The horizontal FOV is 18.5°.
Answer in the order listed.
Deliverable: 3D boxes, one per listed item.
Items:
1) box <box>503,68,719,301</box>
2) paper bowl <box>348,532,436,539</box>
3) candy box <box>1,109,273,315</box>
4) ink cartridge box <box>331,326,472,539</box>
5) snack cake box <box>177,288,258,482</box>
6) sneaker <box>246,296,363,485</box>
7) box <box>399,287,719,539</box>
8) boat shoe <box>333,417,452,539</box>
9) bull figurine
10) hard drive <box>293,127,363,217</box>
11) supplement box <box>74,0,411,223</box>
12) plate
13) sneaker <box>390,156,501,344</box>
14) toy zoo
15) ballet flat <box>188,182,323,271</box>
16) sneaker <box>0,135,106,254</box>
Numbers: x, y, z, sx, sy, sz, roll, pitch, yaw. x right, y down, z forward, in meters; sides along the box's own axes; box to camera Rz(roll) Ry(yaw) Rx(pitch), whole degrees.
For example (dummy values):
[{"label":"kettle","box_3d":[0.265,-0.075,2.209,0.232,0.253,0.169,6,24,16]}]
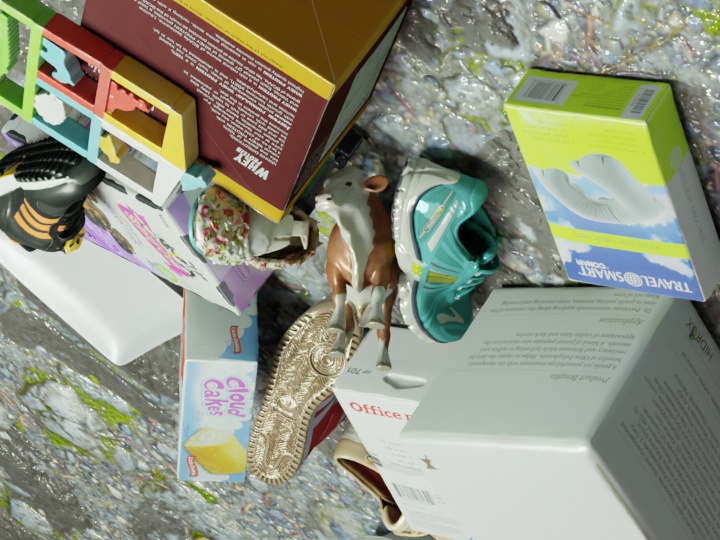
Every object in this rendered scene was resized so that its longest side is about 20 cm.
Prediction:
[{"label":"box","box_3d":[0.189,-0.053,1.598,0.122,0.048,0.200,10,140,36]},{"label":"paper bowl","box_3d":[0.058,0.338,2.207,0.200,0.104,0.201,25,148,17]},{"label":"candy box","box_3d":[-0.183,-0.064,1.869,0.200,0.072,0.168,25,159,34]},{"label":"ink cartridge box","box_3d":[0.084,0.150,1.941,0.146,0.086,0.200,8,139,37]},{"label":"snack cake box","box_3d":[-0.132,0.093,2.022,0.067,0.115,0.200,3,143,-5]},{"label":"sneaker","box_3d":[-0.038,0.092,2.013,0.071,0.112,0.200,30,118,8]},{"label":"box","box_3d":[0.183,0.137,1.742,0.199,0.171,0.200,-1,134,45]},{"label":"boat shoe","box_3d":[0.046,0.217,2.086,0.200,0.069,0.074,46,148,-17]},{"label":"bull figurine","box_3d":[0.000,0.000,1.777,0.065,0.122,0.200,2,160,9]},{"label":"hard drive","box_3d":[-0.104,-0.126,1.793,0.200,0.038,0.140,36,149,0]},{"label":"supplement box","box_3d":[-0.088,-0.177,1.613,0.197,0.133,0.200,33,149,5]},{"label":"plate","box_3d":[-0.257,-0.003,2.117,0.200,0.032,0.200,43,147,-13]},{"label":"sneaker","box_3d":[0.072,-0.007,1.755,0.080,0.078,0.200,11,144,16]},{"label":"toy zoo","box_3d":[-0.192,-0.122,1.641,0.200,0.020,0.131,32,149,7]},{"label":"ballet flat","box_3d":[-0.077,-0.037,1.732,0.064,0.076,0.200,3,180,14]},{"label":"sneaker","box_3d":[-0.243,-0.056,1.784,0.090,0.070,0.200,55,152,-18]}]
